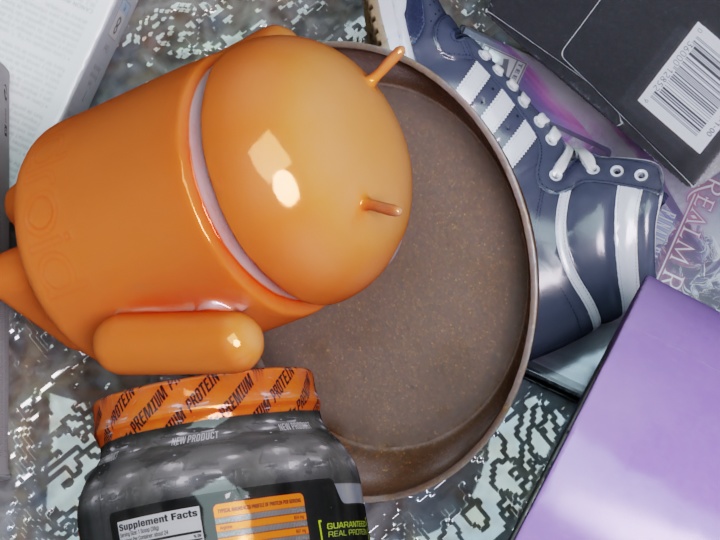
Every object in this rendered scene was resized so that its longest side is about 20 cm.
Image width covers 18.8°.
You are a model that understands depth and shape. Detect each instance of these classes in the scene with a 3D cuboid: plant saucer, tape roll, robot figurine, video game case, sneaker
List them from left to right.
[{"bbox_3d":[-0.062,-0.026,0.902,0.199,0.144,0.117,-20,99,32],"label":"robot figurine"},{"bbox_3d":[0.000,0.000,0.955,0.199,0.034,0.202,5,98,35],"label":"plant saucer"},{"bbox_3d":[0.072,-0.061,0.985,0.108,0.070,0.201,-17,82,-1],"label":"sneaker"},{"bbox_3d":[0.107,-0.013,1.020,0.199,0.019,0.143,25,75,6],"label":"video game case"},{"bbox_3d":[0.109,0.109,0.892,0.085,0.200,0.201,28,75,7],"label":"tape roll"}]

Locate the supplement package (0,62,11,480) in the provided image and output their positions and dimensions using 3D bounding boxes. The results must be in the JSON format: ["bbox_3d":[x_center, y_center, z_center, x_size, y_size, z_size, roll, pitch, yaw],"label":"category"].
[{"bbox_3d":[-0.232,-0.007,0.895,0.146,0.200,0.193,-2,85,2],"label":"supplement package"}]

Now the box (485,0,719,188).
[{"bbox_3d":[0.176,-0.158,0.963,0.132,0.115,0.200,41,118,11],"label":"box"}]

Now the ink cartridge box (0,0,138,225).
[{"bbox_3d":[-0.216,-0.083,1.025,0.159,0.047,0.201,25,88,5],"label":"ink cartridge box"}]

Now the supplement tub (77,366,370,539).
[{"bbox_3d":[-0.051,0.147,0.908,0.122,0.123,0.201,-8,80,-4],"label":"supplement tub"}]
